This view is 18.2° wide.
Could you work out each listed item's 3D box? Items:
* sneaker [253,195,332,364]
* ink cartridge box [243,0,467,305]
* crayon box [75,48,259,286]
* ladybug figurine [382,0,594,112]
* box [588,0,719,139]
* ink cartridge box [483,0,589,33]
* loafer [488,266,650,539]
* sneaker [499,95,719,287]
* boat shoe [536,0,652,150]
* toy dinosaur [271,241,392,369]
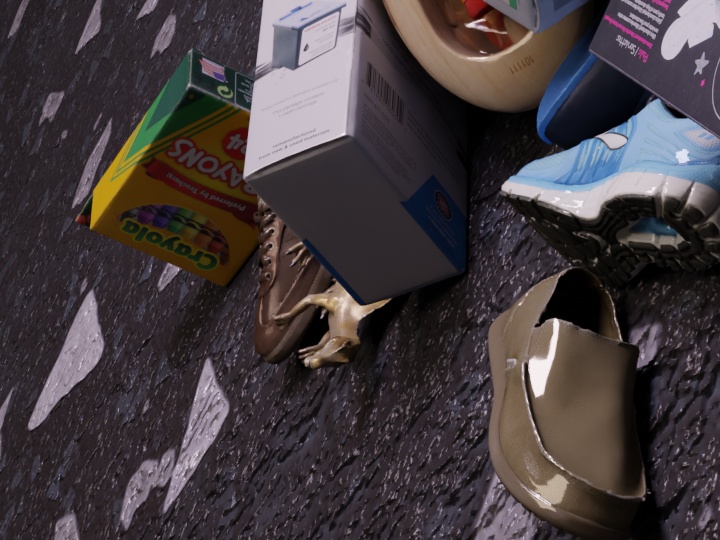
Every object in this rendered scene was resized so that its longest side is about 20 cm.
[{"bbox_3d":[-0.050,-0.034,1.622,0.200,0.075,0.070,-69,11,-13],"label":"sneaker"},{"bbox_3d":[0.003,-0.102,1.466,0.086,0.146,0.200,-21,43,24],"label":"ink cartridge box"},{"bbox_3d":[-0.127,-0.067,1.776,0.200,0.127,0.051,-52,26,35],"label":"crayon box"},{"bbox_3d":[0.080,-0.193,1.411,0.136,0.072,0.200,-29,80,27],"label":"ladybug figurine"},{"bbox_3d":[0.212,-0.105,1.035,0.115,0.132,0.200,-65,22,12],"label":"box"},{"bbox_3d":[0.094,-0.233,1.317,0.161,0.050,0.200,-34,48,-22],"label":"ink cartridge box"},{"bbox_3d":[0.109,0.064,1.176,0.068,0.076,0.200,-62,22,27],"label":"loafer"},{"bbox_3d":[0.153,-0.048,1.221,0.090,0.078,0.200,-53,22,-17],"label":"sneaker"},{"bbox_3d":[0.174,-0.138,1.246,0.200,0.069,0.084,-50,13,45],"label":"boat shoe"},{"bbox_3d":[0.000,0.000,1.540,0.101,0.058,0.200,-12,46,44],"label":"toy dinosaur"}]
